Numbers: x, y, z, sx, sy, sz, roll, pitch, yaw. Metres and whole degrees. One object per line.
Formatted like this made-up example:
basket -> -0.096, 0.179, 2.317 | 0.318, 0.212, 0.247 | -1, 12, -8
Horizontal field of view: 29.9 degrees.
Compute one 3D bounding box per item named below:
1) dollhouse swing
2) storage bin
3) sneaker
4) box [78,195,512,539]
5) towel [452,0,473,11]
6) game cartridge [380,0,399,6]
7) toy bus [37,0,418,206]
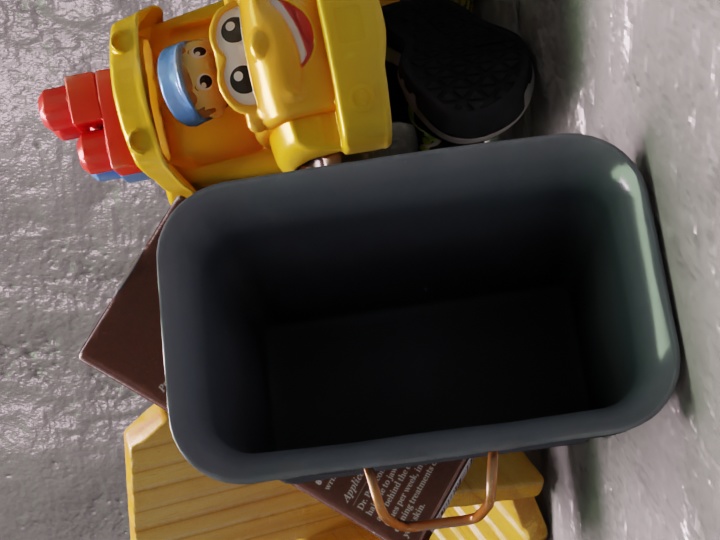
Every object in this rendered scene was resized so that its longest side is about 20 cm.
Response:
dollhouse swing -> -0.022, 0.160, 0.805 | 0.182, 0.175, 0.200 | 49, 149, 30
storage bin -> 0.028, 0.042, 0.588 | 0.134, 0.199, 0.146 | 72, -170, -70
sneaker -> 0.054, -0.096, 0.766 | 0.200, 0.071, 0.083 | -108, 8, -64
box -> -0.032, 0.057, 0.698 | 0.100, 0.199, 0.075 | -58, -10, -10
towel -> 0.062, -0.153, 0.895 | 0.200, 0.018, 0.086 | 93, 177, -53
game cartridge -> -0.037, -0.255, 0.813 | 0.032, 0.176, 0.201 | 9, 85, 58
toy bus -> -0.075, -0.093, 0.711 | 0.200, 0.191, 0.136 | 125, 136, -83
